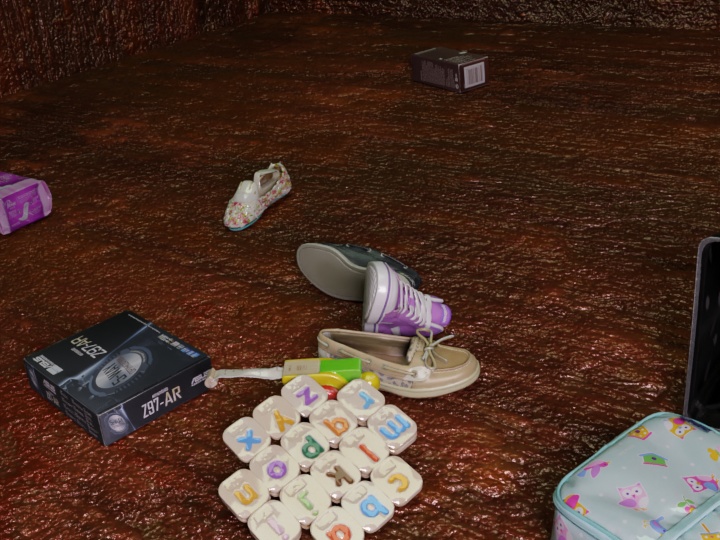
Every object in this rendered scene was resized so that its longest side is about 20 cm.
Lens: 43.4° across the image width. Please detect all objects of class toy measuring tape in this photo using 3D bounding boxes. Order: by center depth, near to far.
[{"bbox_3d":[-0.075,0.139,1.020,0.195,0.075,0.074,-4,25,3],"label":"toy measuring tape"}]

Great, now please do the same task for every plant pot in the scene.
[{"bbox_3d":[0.459,0.054,0.952,0.195,0.205,0.177,7,17,25],"label":"plant pot"}]

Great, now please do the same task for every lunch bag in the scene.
[{"bbox_3d":[0.277,0.210,0.789,0.197,0.079,0.159,-23,30,-31],"label":"lunch bag"}]

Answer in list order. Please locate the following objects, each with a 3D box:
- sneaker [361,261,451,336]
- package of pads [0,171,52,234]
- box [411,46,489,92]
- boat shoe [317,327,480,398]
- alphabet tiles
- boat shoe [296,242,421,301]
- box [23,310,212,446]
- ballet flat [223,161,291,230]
[{"bbox_3d":[0.058,0.037,1.105,0.111,0.074,0.201,3,-13,1],"label":"sneaker"},{"bbox_3d":[-0.688,-0.133,1.703,0.197,0.077,0.120,13,33,34],"label":"package of pads"},{"bbox_3d":[0.224,-0.507,2.273,0.099,0.077,0.199,-21,28,-28],"label":"box"},{"bbox_3d":[0.043,0.105,1.071,0.195,0.064,0.074,-1,25,9],"label":"boat shoe"},{"bbox_3d":[-0.040,0.191,0.907,0.199,0.015,0.194,-34,50,-28],"label":"alphabet tiles"},{"bbox_3d":[0.000,-0.002,1.288,0.196,0.076,0.066,13,29,33],"label":"boat shoe"},{"bbox_3d":[-0.301,0.127,1.125,0.159,0.044,0.198,-26,33,-36],"label":"box"},{"bbox_3d":[-0.189,-0.140,1.621,0.074,0.065,0.200,6,29,22],"label":"ballet flat"}]
